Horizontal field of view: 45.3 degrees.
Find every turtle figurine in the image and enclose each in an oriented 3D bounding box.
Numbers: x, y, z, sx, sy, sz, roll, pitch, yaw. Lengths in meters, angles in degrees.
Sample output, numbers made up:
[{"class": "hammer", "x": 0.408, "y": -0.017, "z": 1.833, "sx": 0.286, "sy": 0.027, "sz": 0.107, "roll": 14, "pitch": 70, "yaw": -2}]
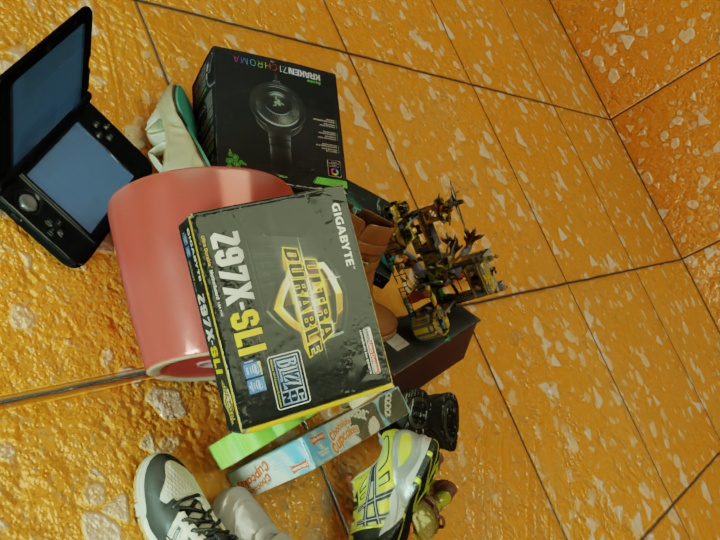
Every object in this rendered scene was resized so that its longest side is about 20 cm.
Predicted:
[{"class": "turtle figurine", "x": 0.069, "y": 0.291, "z": 1.070, "sx": 0.201, "sy": 0.064, "sz": 0.161, "roll": 53, "pitch": 32, "yaw": -9}]

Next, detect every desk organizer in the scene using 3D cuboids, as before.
[{"class": "desk organizer", "x": 0.076, "y": 0.114, "z": 1.212, "sx": 0.072, "sy": 0.078, "sz": 0.199, "roll": 36, "pitch": 40, "yaw": 27}]

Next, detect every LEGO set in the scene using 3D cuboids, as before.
[{"class": "LEGO set", "x": 0.117, "y": -0.013, "z": 1.164, "sx": 0.153, "sy": 0.115, "sz": 0.202, "roll": -25, "pitch": 97, "yaw": -57}]

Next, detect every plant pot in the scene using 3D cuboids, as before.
[{"class": "plant pot", "x": -0.156, "y": 0.013, "z": 0.888, "sx": 0.200, "sy": 0.199, "sz": 0.179, "roll": 12, "pitch": 65, "yaw": -50}]

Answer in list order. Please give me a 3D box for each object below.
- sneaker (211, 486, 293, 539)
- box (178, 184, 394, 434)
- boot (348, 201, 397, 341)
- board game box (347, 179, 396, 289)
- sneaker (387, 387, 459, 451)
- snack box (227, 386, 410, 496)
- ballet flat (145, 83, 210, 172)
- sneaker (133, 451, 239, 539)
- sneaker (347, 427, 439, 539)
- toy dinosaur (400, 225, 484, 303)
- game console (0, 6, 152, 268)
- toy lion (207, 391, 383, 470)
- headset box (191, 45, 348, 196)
[{"class": "sneaker", "x": -0.061, "y": 0.291, "z": 0.842, "sx": 0.075, "sy": 0.114, "sz": 0.201, "roll": -22, "pitch": 82, "yaw": -58}, {"class": "box", "x": -0.068, "y": 0.033, "z": 0.806, "sx": 0.158, "sy": 0.049, "sz": 0.202, "roll": -13, "pitch": 88, "yaw": -25}, {"class": "boot", "x": 0.000, "y": 0.000, "z": 1.106, "sx": 0.199, "sy": 0.156, "sz": 0.077, "roll": 25, "pitch": 20, "yaw": -26}, {"class": "board game box", "x": -0.037, "y": -0.074, "z": 1.181, "sx": 0.199, "sy": 0.028, "sz": 0.136, "roll": 27, "pitch": 48, "yaw": -12}, {"class": "sneaker", "x": 0.066, "y": 0.189, "z": 1.121, "sx": 0.200, "sy": 0.090, "sz": 0.077, "roll": 34, "pitch": 59, "yaw": -53}, {"class": "snack box", "x": -0.041, "y": 0.189, "z": 0.954, "sx": 0.199, "sy": 0.116, "sz": 0.037, "roll": -15, "pitch": 76, "yaw": -57}, {"class": "ballet flat", "x": -0.222, "y": -0.157, "z": 1.020, "sx": 0.069, "sy": 0.070, "sz": 0.201, "roll": 32, "pitch": 20, "yaw": -36}, {"class": "sneaker", "x": -0.138, "y": 0.253, "z": 0.794, "sx": 0.075, "sy": 0.087, "sz": 0.201, "roll": -12, "pitch": 73, "yaw": -55}, {"class": "sneaker", "x": 0.019, "y": 0.274, "z": 0.980, "sx": 0.201, "sy": 0.076, "sz": 0.076, "roll": -61, "pitch": 157, "yaw": -21}, {"class": "toy dinosaur", "x": 0.137, "y": 0.008, "z": 1.384, "sx": 0.200, "sy": 0.104, "sz": 0.182, "roll": 54, "pitch": 51, "yaw": -31}, {"class": "game console", "x": -0.284, "y": -0.137, "z": 0.881, "sx": 0.176, "sy": 0.116, "sz": 0.201, "roll": 46, "pitch": 35, "yaw": -20}, {"class": "toy lion", "x": -0.071, "y": 0.148, "z": 0.917, "sx": 0.069, "sy": 0.191, "sz": 0.200, "roll": 58, "pitch": -9, "yaw": 5}, {"class": "headset box", "x": -0.117, "y": -0.159, "z": 1.090, "sx": 0.173, "sy": 0.093, "sz": 0.202, "roll": 8, "pitch": 62, "yaw": -26}]
